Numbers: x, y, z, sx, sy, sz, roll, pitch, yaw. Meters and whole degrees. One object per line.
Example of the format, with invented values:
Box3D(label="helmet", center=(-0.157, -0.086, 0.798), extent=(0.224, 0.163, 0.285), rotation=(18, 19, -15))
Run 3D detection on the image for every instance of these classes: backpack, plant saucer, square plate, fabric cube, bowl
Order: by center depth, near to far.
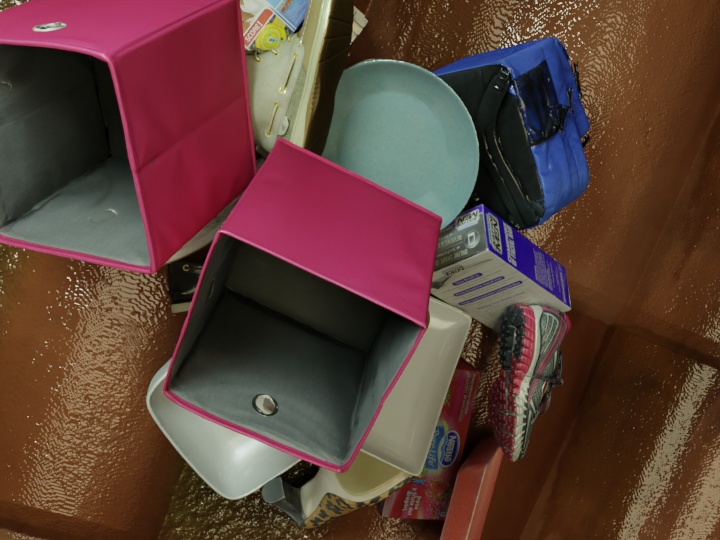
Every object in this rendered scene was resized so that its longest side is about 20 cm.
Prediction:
Box3D(label="fabric cube", center=(-0.232, -0.145, 0.792), extent=(0.193, 0.200, 0.203), rotation=(11, 124, 21))
Box3D(label="fabric cube", center=(-0.051, 0.030, 0.819), extent=(0.194, 0.200, 0.202), rotation=(24, 121, -5))
Box3D(label="plant saucer", center=(0.031, -0.129, 0.917), extent=(0.197, 0.039, 0.204), rotation=(5, 114, 10))
Box3D(label="square plate", center=(0.011, 0.105, 0.973), extent=(0.196, 0.028, 0.203), rotation=(25, 72, -7))
Box3D(label="backpack", center=(0.188, -0.158, 0.987), extent=(0.166, 0.162, 0.203), rotation=(-28, 108, -28))
Box3D(label="bowl", center=(-0.136, 0.146, 1.011), extent=(0.199, 0.075, 0.201), rotation=(-35, 114, -3))
Box3D(label="plant saucer", center=(0.137, 0.316, 1.085), extent=(0.036, 0.199, 0.204), rotation=(15, 97, 17))

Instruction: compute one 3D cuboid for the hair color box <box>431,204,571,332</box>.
Box3D(label="hair color box", center=(0.156, 0.004, 1.003), extent=(0.199, 0.108, 0.066), rotation=(28, 51, -45))

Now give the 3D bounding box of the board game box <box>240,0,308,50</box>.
Box3D(label="board game box", center=(-0.162, -0.262, 0.933), extent=(0.135, 0.034, 0.201), rotation=(39, 91, -19))

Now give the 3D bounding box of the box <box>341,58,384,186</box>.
Box3D(label="box", center=(0.022, -0.140, 0.989), extent=(0.068, 0.082, 0.203), rotation=(-25, 109, -8))

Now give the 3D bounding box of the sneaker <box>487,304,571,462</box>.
Box3D(label="sneaker", center=(0.207, 0.142, 1.023), extent=(0.073, 0.081, 0.203), rotation=(2, 111, -16))

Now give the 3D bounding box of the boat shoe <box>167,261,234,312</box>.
Box3D(label="boat shoe", center=(-0.126, 0.006, 0.987), extent=(0.198, 0.074, 0.064), rotation=(-6, 90, -20))

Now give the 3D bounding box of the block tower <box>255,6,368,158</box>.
Box3D(label="block tower", center=(-0.071, -0.226, 0.957), extent=(0.054, 0.058, 0.201), rotation=(36, 91, -20))

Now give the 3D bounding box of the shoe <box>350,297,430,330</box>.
Box3D(label="shoe", center=(0.000, 0.000, 0.941), extent=(0.199, 0.054, 0.070), rotation=(38, 118, -11))

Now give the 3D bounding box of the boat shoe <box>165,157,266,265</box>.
Box3D(label="boat shoe", center=(-0.183, -0.066, 0.960), extent=(0.198, 0.071, 0.070), rotation=(-30, 108, -15))

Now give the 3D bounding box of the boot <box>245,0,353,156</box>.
Box3D(label="boot", center=(-0.094, -0.220, 0.864), extent=(0.153, 0.072, 0.203), rotation=(23, 114, 18))

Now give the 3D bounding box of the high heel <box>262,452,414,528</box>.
Box3D(label="high heel", center=(-0.008, 0.272, 1.044), extent=(0.197, 0.072, 0.143), rotation=(-14, 148, 13))

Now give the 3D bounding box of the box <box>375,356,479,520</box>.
Box3D(label="box", center=(0.074, 0.202, 1.073), extent=(0.094, 0.100, 0.204), rotation=(8, 101, -16))
